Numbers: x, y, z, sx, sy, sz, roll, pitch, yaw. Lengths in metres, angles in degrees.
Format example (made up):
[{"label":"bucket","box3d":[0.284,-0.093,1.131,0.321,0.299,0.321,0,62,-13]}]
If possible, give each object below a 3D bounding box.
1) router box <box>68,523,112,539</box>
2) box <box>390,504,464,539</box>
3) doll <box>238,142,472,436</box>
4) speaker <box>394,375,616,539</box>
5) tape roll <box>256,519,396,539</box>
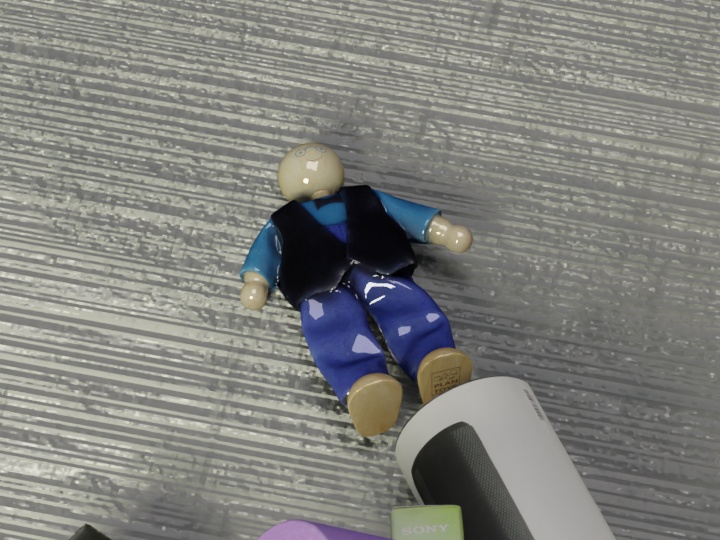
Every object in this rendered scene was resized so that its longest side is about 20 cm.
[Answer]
[{"label":"router box","box3d":[-0.130,0.230,0.848,0.149,0.051,0.200,30,55,19]},{"label":"box","box3d":[0.037,0.222,0.810,0.036,0.144,0.200,-5,50,0]},{"label":"doll","box3d":[0.000,0.000,1.062,0.136,0.048,0.200,-19,47,-9]},{"label":"speaker","box3d":[0.092,0.151,0.921,0.081,0.081,0.200,-15,53,-17]},{"label":"tape roll","box3d":[-0.016,0.201,0.732,0.066,0.200,0.200,16,46,-21]}]
